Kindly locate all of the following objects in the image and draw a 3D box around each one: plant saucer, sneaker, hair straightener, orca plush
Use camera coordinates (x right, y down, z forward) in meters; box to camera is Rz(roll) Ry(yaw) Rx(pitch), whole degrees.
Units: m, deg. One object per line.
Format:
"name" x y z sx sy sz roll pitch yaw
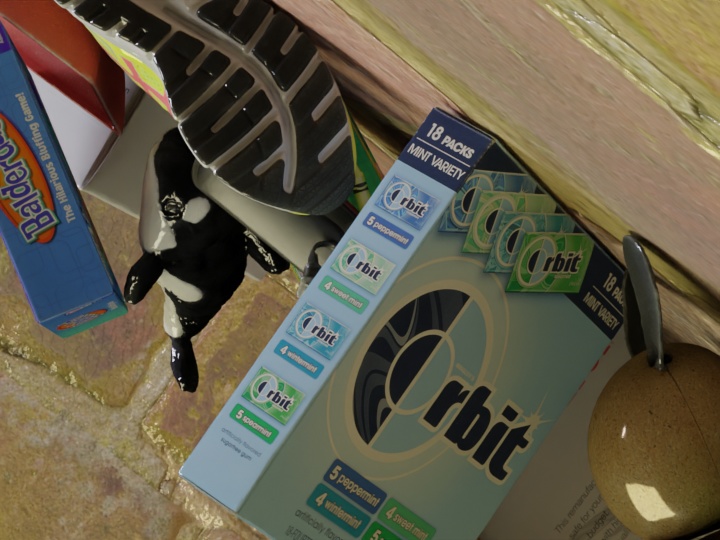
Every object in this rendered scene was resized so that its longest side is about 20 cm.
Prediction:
"plant saucer" -0.204 -0.157 1.411 0.200 0.037 0.200 37 176 3
"sneaker" -0.072 -0.103 1.292 0.200 0.078 0.090 47 180 12
"hair straightener" -0.011 0.011 1.308 0.200 0.041 0.077 48 -145 3
"orca plush" -0.077 -0.001 1.433 0.071 0.105 0.200 23 135 12

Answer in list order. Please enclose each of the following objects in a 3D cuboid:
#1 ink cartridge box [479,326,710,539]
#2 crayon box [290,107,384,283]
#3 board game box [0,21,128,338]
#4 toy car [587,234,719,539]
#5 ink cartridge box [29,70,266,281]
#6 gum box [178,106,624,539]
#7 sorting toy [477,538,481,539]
"ink cartridge box" 0.152 0.125 1.459 0.200 0.145 0.083 37 177 -9
"crayon box" 0.000 0.000 1.416 0.200 0.058 0.119 62 175 -4
"board game box" -0.174 -0.044 1.401 0.200 0.045 0.152 118 129 -85
"toy car" 0.166 0.078 1.162 0.164 0.158 0.200 69 177 -77
"ink cartridge box" -0.141 -0.083 1.624 0.145 0.083 0.200 32 -179 34
"gum box" 0.029 0.050 1.214 0.045 0.200 0.170 30 173 39
"sorting toy" 0.058 0.160 1.421 0.200 0.037 0.185 34 176 -20
